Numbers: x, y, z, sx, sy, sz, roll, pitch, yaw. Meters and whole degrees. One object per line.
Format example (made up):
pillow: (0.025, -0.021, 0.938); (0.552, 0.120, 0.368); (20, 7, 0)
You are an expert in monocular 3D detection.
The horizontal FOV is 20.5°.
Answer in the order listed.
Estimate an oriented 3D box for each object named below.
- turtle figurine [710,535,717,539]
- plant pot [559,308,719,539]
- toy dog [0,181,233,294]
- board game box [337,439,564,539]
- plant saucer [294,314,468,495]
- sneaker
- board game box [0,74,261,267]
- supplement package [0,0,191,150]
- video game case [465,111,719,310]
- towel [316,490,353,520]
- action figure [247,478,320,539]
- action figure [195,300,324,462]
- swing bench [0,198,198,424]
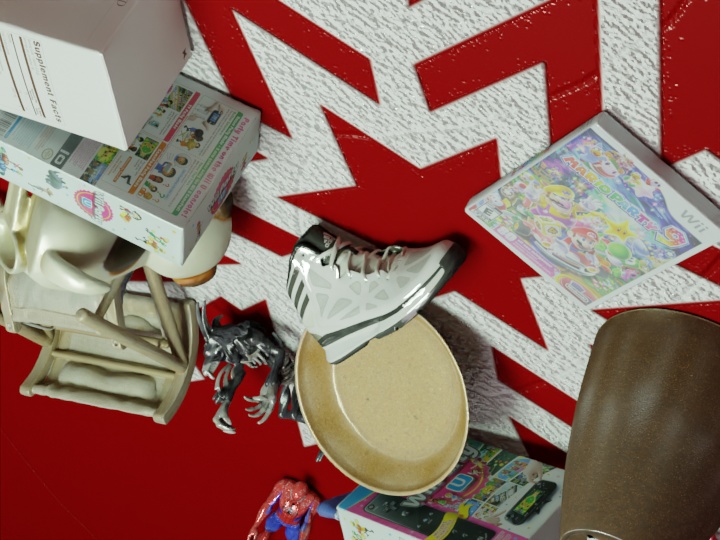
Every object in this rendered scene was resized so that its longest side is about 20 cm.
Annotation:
turtle figurine: (0.282, 0.287, 1.930); (0.199, 0.100, 0.151); (3, 106, 57)
plant pot: (0.250, 0.169, 1.700); (0.185, 0.201, 0.188); (21, 147, 14)
toy dog: (-0.213, -0.050, 1.817); (0.194, 0.198, 0.141); (44, 129, 55)
board game box: (0.100, 0.238, 1.923); (0.199, 0.147, 0.065); (15, 131, 39)
plant saucer: (0.027, 0.114, 1.899); (0.199, 0.035, 0.202); (12, 111, 33)
sneaker: (0.000, 0.000, 1.793); (0.116, 0.076, 0.200); (50, 133, -6)
board game box: (-0.207, -0.112, 1.738); (0.199, 0.148, 0.064); (25, 147, 9)
supplement package: (-0.261, -0.207, 1.676); (0.198, 0.122, 0.120); (18, 146, 19)
video game case: (0.191, -0.044, 1.626); (0.143, 0.018, 0.200); (39, 147, -12)
towel: (0.070, 0.253, 2.053); (0.198, 0.144, 0.024); (10, 99, 29)
action figure: (-0.095, 0.307, 2.283); (0.065, 0.099, 0.201); (26, 146, 3)
action figure: (-0.099, 0.117, 2.015); (0.199, 0.103, 0.119); (35, 160, -11)
swing bench: (-0.287, 0.042, 2.044); (0.197, 0.130, 0.201); (8, 147, 31)
